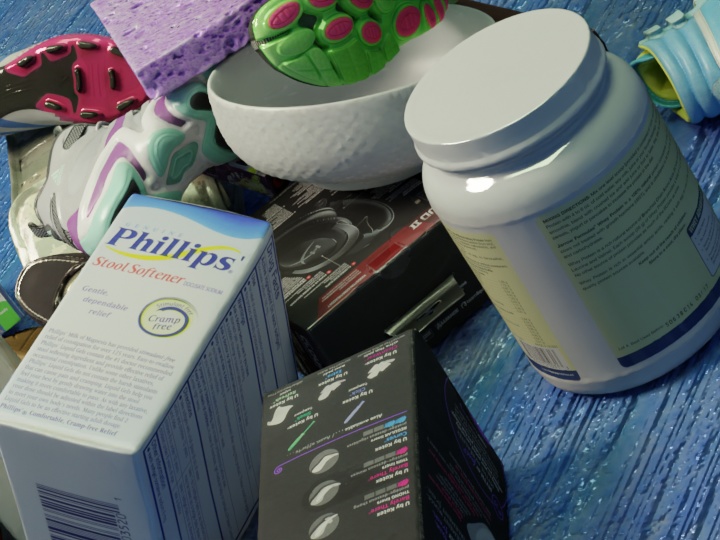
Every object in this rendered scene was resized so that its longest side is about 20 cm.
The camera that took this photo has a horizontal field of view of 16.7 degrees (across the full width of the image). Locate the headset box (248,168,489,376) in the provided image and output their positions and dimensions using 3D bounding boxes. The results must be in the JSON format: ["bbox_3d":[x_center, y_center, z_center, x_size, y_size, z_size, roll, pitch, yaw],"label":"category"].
[{"bbox_3d":[0.000,0.000,1.654,0.149,0.077,0.200,-40,31,-14],"label":"headset box"}]

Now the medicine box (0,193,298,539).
[{"bbox_3d":[-0.125,0.089,1.519,0.103,0.182,0.200,12,48,19],"label":"medicine box"}]

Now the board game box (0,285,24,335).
[{"bbox_3d":[-0.329,0.058,1.877,0.135,0.034,0.200,-39,11,-10],"label":"board game box"}]

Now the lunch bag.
[{"bbox_3d":[-0.177,-0.053,1.868,0.164,0.118,0.200,-24,34,5],"label":"lunch bag"}]

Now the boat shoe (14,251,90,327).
[{"bbox_3d":[-0.180,0.020,1.706,0.200,0.065,0.072,19,84,44],"label":"boat shoe"}]

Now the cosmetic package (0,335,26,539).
[{"bbox_3d":[-0.238,0.102,1.616,0.073,0.200,0.104,-36,30,-4],"label":"cosmetic package"}]

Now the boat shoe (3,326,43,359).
[{"bbox_3d":[-0.190,0.088,1.745,0.073,0.063,0.200,-20,22,-33],"label":"boat shoe"}]

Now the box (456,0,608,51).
[{"bbox_3d":[0.092,-0.131,1.764,0.100,0.075,0.200,-43,32,-15],"label":"box"}]

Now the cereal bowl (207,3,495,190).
[{"bbox_3d":[0.002,-0.110,1.655,0.199,0.084,0.200,-11,22,5],"label":"cereal bowl"}]

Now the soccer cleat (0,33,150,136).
[{"bbox_3d":[-0.241,-0.143,1.878,0.199,0.070,0.086,-8,8,16],"label":"soccer cleat"}]

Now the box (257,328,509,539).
[{"bbox_3d":[0.014,0.150,1.376,0.106,0.122,0.200,-24,30,15],"label":"box"}]

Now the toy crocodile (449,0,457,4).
[{"bbox_3d":[-0.008,-0.209,1.768,0.200,0.067,0.062,-6,80,32],"label":"toy crocodile"}]

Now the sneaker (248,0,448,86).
[{"bbox_3d":[-0.016,-0.165,1.608,0.084,0.077,0.200,-4,13,33],"label":"sneaker"}]

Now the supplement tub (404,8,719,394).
[{"bbox_3d":[0.126,-0.041,1.466,0.145,0.200,0.145,-24,31,16],"label":"supplement tub"}]

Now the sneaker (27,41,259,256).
[{"bbox_3d":[-0.161,-0.095,1.732,0.140,0.078,0.200,13,53,43],"label":"sneaker"}]

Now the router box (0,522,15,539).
[{"bbox_3d":[-0.280,0.173,1.575,0.049,0.180,0.200,-32,29,3],"label":"router box"}]

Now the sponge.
[{"bbox_3d":[-0.126,-0.186,1.750,0.111,0.030,0.200,-33,24,-2],"label":"sponge"}]

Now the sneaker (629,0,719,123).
[{"bbox_3d":[0.244,-0.177,1.674,0.130,0.080,0.200,-20,32,20],"label":"sneaker"}]

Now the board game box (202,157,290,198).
[{"bbox_3d":[-0.050,-0.143,1.796,0.120,0.032,0.200,16,56,40],"label":"board game box"}]
